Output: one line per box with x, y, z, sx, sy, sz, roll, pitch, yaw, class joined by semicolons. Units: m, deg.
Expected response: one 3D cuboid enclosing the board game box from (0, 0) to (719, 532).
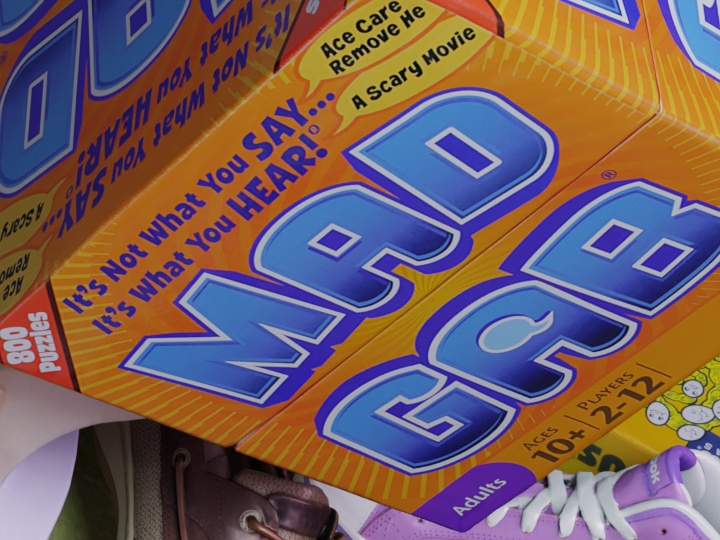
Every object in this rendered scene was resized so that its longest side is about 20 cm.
0.013;-0.072;0.882;0.200;0.200;0.200;23;44;-33;board game box

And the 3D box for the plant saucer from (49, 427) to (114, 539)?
-0.078;0.144;1.052;0.200;0.048;0.200;39;35;-32;plant saucer

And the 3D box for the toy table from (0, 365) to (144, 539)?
-0.147;0.033;0.938;0.183;0.117;0.200;15;42;-12;toy table

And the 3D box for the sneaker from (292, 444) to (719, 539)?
0.078;0.095;1.116;0.200;0.114;0.073;25;37;-1;sneaker

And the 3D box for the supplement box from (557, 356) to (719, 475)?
0.169;0.069;1.226;0.200;0.109;0.110;-46;158;-44;supplement box

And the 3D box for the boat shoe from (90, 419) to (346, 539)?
-0.045;0.096;1.023;0.072;0.072;0.200;21;46;-48;boat shoe
